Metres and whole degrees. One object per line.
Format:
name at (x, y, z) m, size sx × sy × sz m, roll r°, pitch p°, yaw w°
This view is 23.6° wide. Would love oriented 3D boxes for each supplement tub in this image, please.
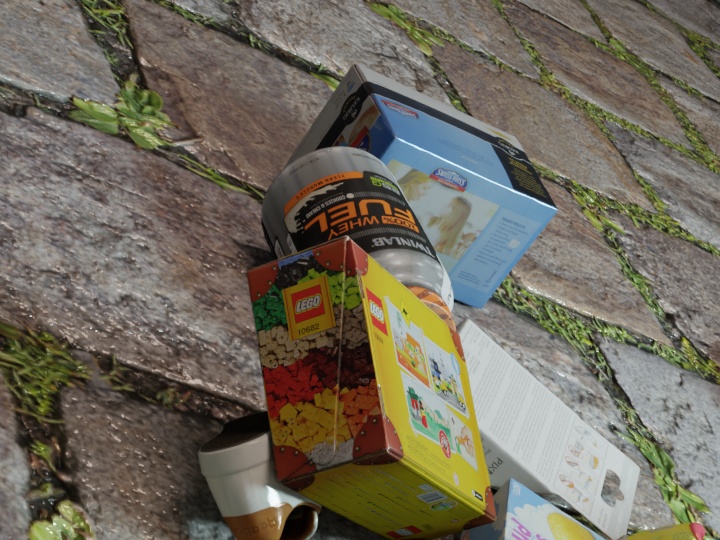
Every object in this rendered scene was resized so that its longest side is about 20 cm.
supplement tub at (0.000, 0.000, 1.393) m, size 0.122 × 0.123 × 0.200 m, roll 20°, pitch 28°, yaw -34°

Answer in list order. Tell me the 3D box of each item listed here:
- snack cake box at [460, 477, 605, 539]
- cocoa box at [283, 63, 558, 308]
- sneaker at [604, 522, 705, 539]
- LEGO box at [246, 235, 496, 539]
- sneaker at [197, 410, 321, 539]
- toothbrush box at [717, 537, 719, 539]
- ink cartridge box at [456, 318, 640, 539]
snack cake box at (0.124, 0.240, 1.177) m, size 0.115 × 0.067 × 0.200 m, roll 34°, pitch 23°, yaw -7°
cocoa box at (0.055, -0.076, 1.599) m, size 0.200 × 0.133 × 0.131 m, roll 21°, pitch 28°, yaw -32°
sneaker at (0.236, 0.254, 1.143) m, size 0.200 × 0.090 × 0.078 m, roll 58°, pitch 18°, yaw -9°
LEGO box at (0.011, 0.087, 1.152) m, size 0.200 × 0.077 × 0.149 m, roll 41°, pitch 35°, yaw -58°
sneaker at (-0.056, 0.137, 1.153) m, size 0.200 × 0.073 × 0.085 m, roll -28°, pitch 101°, yaw -74°
toothbrush box at (0.321, 0.257, 1.320) m, size 0.200 × 0.146 × 0.085 m, roll 5°, pitch 38°, yaw -49°
ink cartridge box at (0.133, 0.142, 1.417) m, size 0.200 × 0.057 × 0.163 m, roll 44°, pitch 23°, yaw -2°
